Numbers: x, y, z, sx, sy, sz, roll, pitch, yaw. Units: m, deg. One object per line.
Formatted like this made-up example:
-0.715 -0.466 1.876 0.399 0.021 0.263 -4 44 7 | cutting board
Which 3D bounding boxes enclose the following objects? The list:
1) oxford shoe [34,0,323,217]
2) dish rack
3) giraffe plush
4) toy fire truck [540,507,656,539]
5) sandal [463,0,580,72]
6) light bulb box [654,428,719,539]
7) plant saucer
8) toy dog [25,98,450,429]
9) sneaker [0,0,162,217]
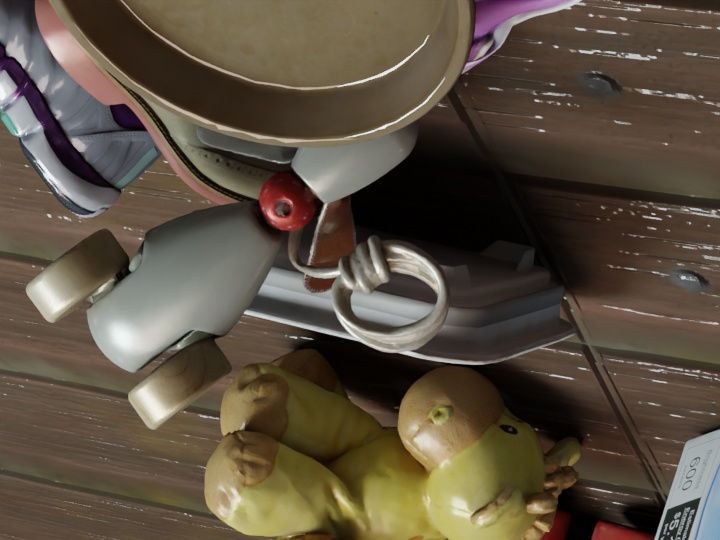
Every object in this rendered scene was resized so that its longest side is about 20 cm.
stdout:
-0.065 -0.088 1.410 0.075 0.071 0.200 -22 140 33 | oxford shoe
0.000 0.000 1.481 0.199 0.044 0.171 12 -169 23 | dish rack
0.032 0.121 1.662 0.161 0.173 0.200 -22 122 28 | giraffe plush
0.135 0.206 1.792 0.199 0.113 0.168 16 178 17 | toy fire truck
0.032 -0.113 1.296 0.082 0.050 0.202 31 154 -16 | sandal
0.243 0.179 1.514 0.124 0.199 0.200 29 153 -18 | light bulb box
-0.045 -0.132 1.250 0.199 0.030 0.201 11 141 9 | plant saucer
-0.055 -0.012 1.373 0.199 0.133 0.096 -18 -173 8 | toy dog
-0.162 -0.127 1.443 0.200 0.087 0.074 54 180 -18 | sneaker
